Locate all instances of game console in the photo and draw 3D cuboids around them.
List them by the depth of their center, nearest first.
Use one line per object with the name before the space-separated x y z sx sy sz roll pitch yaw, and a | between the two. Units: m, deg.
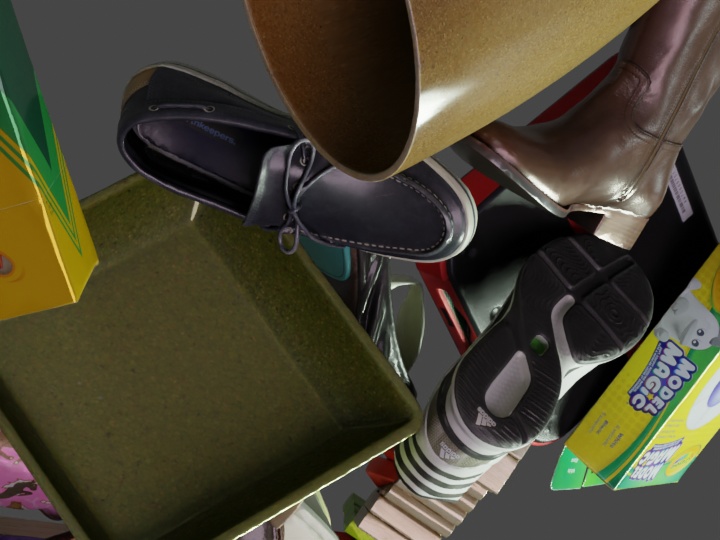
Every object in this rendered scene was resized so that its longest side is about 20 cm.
game console | 0.125 -0.008 1.450 0.177 0.031 0.200 -42 134 -16

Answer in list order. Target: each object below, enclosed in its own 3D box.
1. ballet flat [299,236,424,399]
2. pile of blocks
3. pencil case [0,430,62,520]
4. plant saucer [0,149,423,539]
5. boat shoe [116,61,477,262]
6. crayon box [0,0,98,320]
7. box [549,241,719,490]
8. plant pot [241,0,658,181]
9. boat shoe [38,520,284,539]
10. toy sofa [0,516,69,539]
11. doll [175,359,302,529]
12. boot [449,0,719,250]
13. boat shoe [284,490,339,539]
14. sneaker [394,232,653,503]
ballet flat | 0.000 0.000 1.406 0.068 0.068 0.200 -20 122 -28
pile of blocks | 0.026 0.129 1.485 0.062 0.082 0.200 35 124 -10
pencil case | -0.235 0.086 1.353 0.200 0.087 0.083 10 92 -26
plant saucer | -0.102 0.054 1.306 0.200 0.200 0.048 -29 164 -28
boat shoe | -0.037 -0.048 1.306 0.200 0.062 0.075 22 124 2
crayon box | -0.249 -0.049 1.209 0.200 0.058 0.173 -13 108 11
box | 0.199 0.061 1.505 0.200 0.048 0.117 -53 158 16
plant pot | 0.065 -0.161 1.239 0.200 0.186 0.187 -19 126 -22
boat shoe | -0.132 0.169 1.368 0.200 0.070 0.071 -18 100 -13
toy sofa | -0.139 0.201 1.455 0.200 0.098 0.083 10 117 -26
doll | -0.109 0.059 1.358 0.200 0.048 0.137 35 64 -4
boot | 0.144 -0.122 1.337 0.186 0.064 0.200 20 102 -58
boat shoe | -0.080 0.107 1.436 0.072 0.060 0.202 -35 108 5
sneaker | 0.078 0.056 1.387 0.076 0.200 0.115 48 134 1
